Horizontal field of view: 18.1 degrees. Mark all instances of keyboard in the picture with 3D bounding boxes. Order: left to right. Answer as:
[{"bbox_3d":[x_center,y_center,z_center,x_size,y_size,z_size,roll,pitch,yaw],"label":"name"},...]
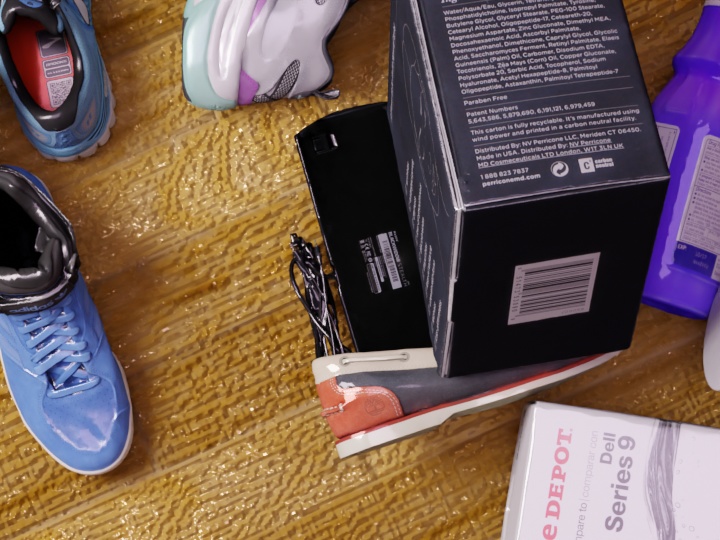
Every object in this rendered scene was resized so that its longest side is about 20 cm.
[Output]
[{"bbox_3d":[0.000,0.000,1.426,0.104,0.040,0.201,-14,86,-24],"label":"keyboard"}]

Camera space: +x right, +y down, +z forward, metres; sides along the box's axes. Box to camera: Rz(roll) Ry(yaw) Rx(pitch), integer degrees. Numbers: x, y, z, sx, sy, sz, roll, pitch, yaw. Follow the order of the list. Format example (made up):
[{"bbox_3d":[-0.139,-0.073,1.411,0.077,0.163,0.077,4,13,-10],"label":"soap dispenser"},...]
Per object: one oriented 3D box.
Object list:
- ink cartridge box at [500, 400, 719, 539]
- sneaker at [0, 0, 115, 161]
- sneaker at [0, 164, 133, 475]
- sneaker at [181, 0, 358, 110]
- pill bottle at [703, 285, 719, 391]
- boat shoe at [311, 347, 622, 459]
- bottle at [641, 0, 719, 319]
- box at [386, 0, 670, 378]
[{"bbox_3d":[0.188,0.166,1.384,0.199,0.084,0.147,9,87,1],"label":"ink cartridge box"},{"bbox_3d":[-0.199,-0.171,1.398,0.078,0.090,0.201,-18,86,-1],"label":"sneaker"},{"bbox_3d":[-0.195,0.031,1.378,0.076,0.111,0.201,-16,88,-1],"label":"sneaker"},{"bbox_3d":[-0.044,-0.201,1.414,0.139,0.078,0.201,-1,91,-5],"label":"sneaker"},{"bbox_3d":[0.313,0.054,1.361,0.199,0.112,0.113,12,87,-10],"label":"pill bottle"},{"bbox_3d":[0.068,0.057,1.384,0.199,0.071,0.063,-17,81,-16],"label":"boat shoe"},{"bbox_3d":[0.210,-0.074,1.397,0.065,0.083,0.201,14,87,40],"label":"bottle"},{"bbox_3d":[0.089,-0.075,1.304,0.123,0.200,0.198,-9,61,-6],"label":"box"}]
